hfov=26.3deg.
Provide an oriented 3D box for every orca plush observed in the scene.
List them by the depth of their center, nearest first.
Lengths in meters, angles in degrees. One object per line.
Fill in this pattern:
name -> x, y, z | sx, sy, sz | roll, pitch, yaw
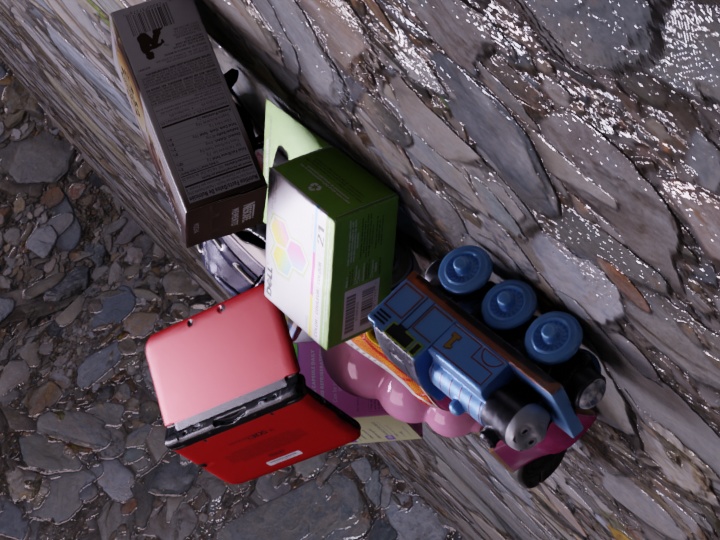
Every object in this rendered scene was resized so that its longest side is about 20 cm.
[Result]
orca plush -> -0.118, -0.150, 1.568 | 0.200, 0.071, 0.106 | 96, 175, -67

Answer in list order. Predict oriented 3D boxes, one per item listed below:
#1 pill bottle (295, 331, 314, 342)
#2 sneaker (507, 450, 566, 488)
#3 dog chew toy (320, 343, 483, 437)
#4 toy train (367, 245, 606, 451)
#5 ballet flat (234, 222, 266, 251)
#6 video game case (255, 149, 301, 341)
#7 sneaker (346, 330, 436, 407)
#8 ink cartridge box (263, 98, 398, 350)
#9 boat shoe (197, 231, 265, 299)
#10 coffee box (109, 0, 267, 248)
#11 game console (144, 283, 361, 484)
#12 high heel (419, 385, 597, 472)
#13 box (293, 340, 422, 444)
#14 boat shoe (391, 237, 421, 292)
pill bottle -> -0.045, 0.043, 1.847 | 0.114, 0.114, 0.200 | 44, 171, 13
sneaker -> 0.139, 0.130, 1.498 | 0.114, 0.076, 0.200 | 41, 167, 40
dog chew toy -> 0.055, 0.107, 1.663 | 0.200, 0.125, 0.125 | 35, 169, 16
toy train -> 0.102, 0.065, 1.221 | 0.200, 0.114, 0.087 | 40, 170, 39
ballet flat -> -0.066, 0.001, 1.551 | 0.200, 0.057, 0.067 | 52, 178, 44
video game case -> -0.091, -0.028, 1.693 | 0.143, 0.017, 0.200 | 44, 137, 14
sneaker -> 0.068, 0.089, 1.560 | 0.200, 0.073, 0.077 | 29, 160, -23
ink cartridge box -> -0.058, -0.045, 1.420 | 0.200, 0.076, 0.148 | 39, 138, 37
boat shoe -> -0.161, -0.057, 1.669 | 0.200, 0.075, 0.093 | 50, 129, 7
coffee box -> -0.157, -0.136, 1.400 | 0.113, 0.080, 0.201 | 115, 134, -74
game console -> -0.120, 0.131, 1.704 | 0.172, 0.200, 0.119 | 38, -138, -37
high heel -> 0.118, 0.096, 1.343 | 0.200, 0.096, 0.067 | 48, -159, -23
box -> -0.038, 0.147, 1.828 | 0.176, 0.199, 0.097 | 52, -147, -71
boat shoe -> -0.015, -0.033, 1.491 | 0.200, 0.072, 0.062 | 39, 165, 45
